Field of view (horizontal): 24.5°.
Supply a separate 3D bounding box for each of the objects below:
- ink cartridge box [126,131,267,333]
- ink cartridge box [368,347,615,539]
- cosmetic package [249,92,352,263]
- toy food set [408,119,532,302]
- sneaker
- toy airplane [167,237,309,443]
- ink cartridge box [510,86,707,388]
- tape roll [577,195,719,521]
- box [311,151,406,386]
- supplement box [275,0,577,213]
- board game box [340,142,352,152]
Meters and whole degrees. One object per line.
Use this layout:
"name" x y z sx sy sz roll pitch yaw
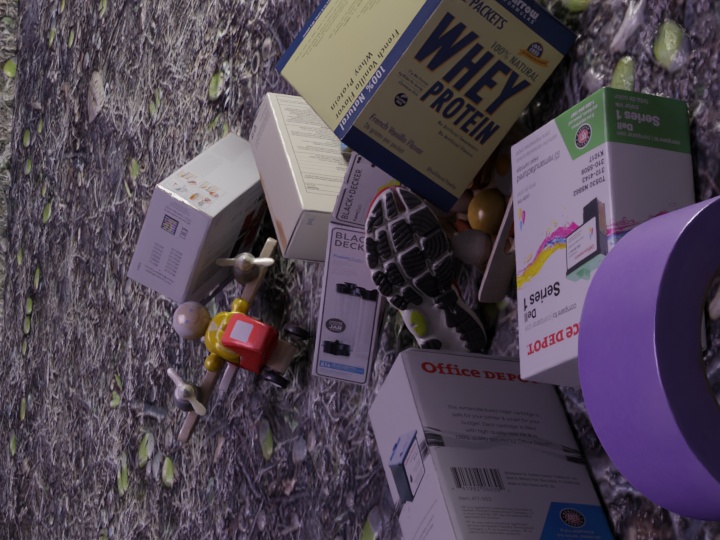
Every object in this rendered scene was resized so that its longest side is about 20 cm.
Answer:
"ink cartridge box" -0.192 -0.047 2.010 0.200 0.083 0.177 -46 -19 -58
"ink cartridge box" 0.104 0.169 1.356 0.201 0.145 0.086 -108 33 -44
"cosmetic package" -0.049 -0.101 1.818 0.201 0.104 0.071 -107 33 -44
"toy food set" 0.100 -0.077 1.536 0.200 0.060 0.145 52 129 57
"sneaker" 0.048 0.003 1.516 0.085 0.076 0.201 -117 3 -58
"toy airplane" -0.159 0.078 1.954 0.200 0.140 0.201 -52 21 32
"ink cartridge box" 0.190 -0.020 1.299 0.145 0.083 0.202 -31 56 59
"tape roll" 0.240 0.053 1.033 0.085 0.198 0.202 -20 65 61
"box" 0.000 0.000 1.625 0.117 0.059 0.201 -73 -7 -50
"supplement box" 0.055 -0.198 1.512 0.201 0.134 0.200 -53 31 9
"board game box" 0.023 -0.240 1.781 0.134 0.034 0.202 156 119 -61
